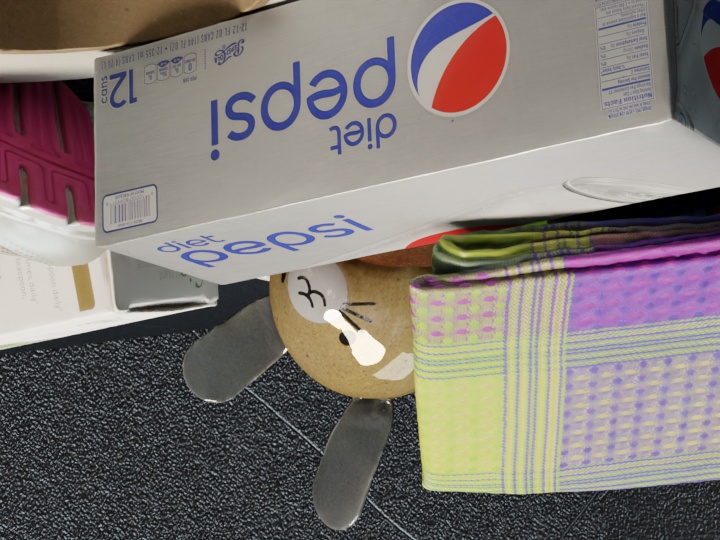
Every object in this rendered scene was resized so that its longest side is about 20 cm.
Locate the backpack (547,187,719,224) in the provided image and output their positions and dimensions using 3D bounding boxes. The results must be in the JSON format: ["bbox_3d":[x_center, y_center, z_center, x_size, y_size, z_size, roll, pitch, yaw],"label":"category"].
[{"bbox_3d":[0.153,-0.089,0.733,0.199,0.136,0.183,-19,-168,18],"label":"backpack"}]

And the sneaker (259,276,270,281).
[{"bbox_3d":[0.010,-0.026,1.117,0.198,0.075,0.085,-5,167,-2],"label":"sneaker"}]

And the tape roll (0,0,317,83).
[{"bbox_3d":[-0.079,-0.092,0.628,0.201,0.037,0.203,-7,173,-1],"label":"tape roll"}]

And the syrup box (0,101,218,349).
[{"bbox_3d":[-0.160,-0.007,0.836,0.198,0.082,0.079,-13,178,26],"label":"syrup box"}]

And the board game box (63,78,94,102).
[{"bbox_3d":[-0.180,-0.071,0.871,0.199,0.057,0.165,-12,174,28],"label":"board game box"}]

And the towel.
[{"bbox_3d":[0.115,0.025,0.698,0.198,0.023,0.144,-7,145,-1],"label":"towel"}]

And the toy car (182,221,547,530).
[{"bbox_3d":[0.000,0.000,0.894,0.157,0.164,0.201,-3,132,-55],"label":"toy car"}]

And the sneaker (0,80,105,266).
[{"bbox_3d":[-0.175,-0.036,0.725,0.198,0.082,0.089,16,129,-15],"label":"sneaker"}]

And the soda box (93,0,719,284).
[{"bbox_3d":[0.016,-0.046,0.647,0.199,0.064,0.068,-11,163,32],"label":"soda box"}]
